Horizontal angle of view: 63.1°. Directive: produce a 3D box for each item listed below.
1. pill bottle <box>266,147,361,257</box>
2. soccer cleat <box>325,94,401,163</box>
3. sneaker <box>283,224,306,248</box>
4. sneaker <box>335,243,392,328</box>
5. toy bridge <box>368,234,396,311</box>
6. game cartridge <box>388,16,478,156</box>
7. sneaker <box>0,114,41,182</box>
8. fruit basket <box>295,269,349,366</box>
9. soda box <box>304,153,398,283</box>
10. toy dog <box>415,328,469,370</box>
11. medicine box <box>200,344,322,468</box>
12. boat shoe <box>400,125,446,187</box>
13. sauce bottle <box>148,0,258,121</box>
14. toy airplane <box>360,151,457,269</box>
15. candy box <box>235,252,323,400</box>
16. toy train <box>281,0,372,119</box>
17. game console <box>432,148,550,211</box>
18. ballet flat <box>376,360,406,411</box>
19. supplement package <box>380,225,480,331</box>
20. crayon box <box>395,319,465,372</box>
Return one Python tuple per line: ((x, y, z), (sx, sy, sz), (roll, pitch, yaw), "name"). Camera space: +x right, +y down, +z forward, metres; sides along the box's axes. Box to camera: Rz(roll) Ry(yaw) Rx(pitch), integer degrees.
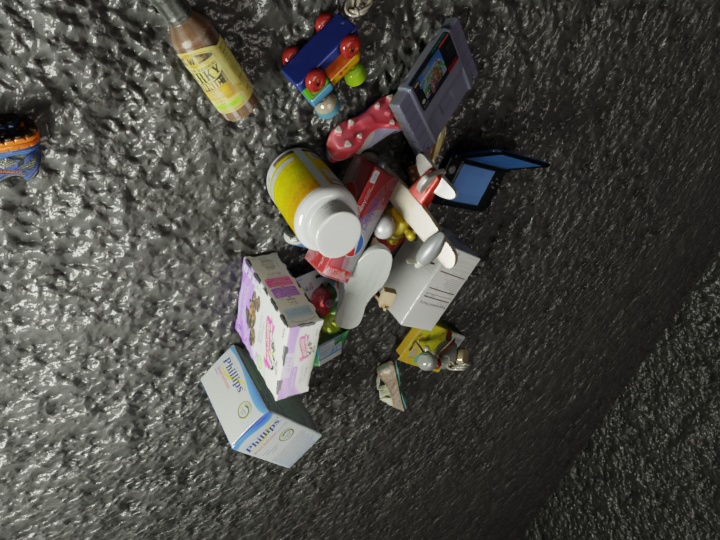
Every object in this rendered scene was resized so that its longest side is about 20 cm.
((-0.073, -0.107, 0.937), (0.106, 0.201, 0.112), (-16, 130, -20), "pill bottle")
((0.022, -0.248, 1.021), (0.197, 0.068, 0.076), (-32, 178, -26), "soccer cleat")
((-0.059, -0.054, 1.098), (0.196, 0.076, 0.079), (-1, 125, -40), "sneaker")
((0.000, 0.000, 1.096), (0.072, 0.118, 0.202), (17, 131, -15), "sneaker")
((0.035, 0.011, 1.145), (0.026, 0.202, 0.068), (12, 125, -15), "toy bridge")
((0.131, -0.315, 1.010), (0.203, 0.038, 0.130), (-57, 143, -15), "game cartridge")
((-0.479, -0.118, 0.698), (0.195, 0.076, 0.080), (-20, 139, -23), "sneaker")
((-0.082, 0.092, 1.177), (0.183, 0.092, 0.205), (-21, 131, -49), "fruit basket")
((-0.017, -0.087, 0.999), (0.062, 0.070, 0.204), (17, 105, -42), "soda box")
((0.198, 0.191, 1.427), (0.127, 0.100, 0.200), (-3, 172, 9), "toy dog")
((-0.199, 0.277, 1.185), (0.103, 0.183, 0.200), (-44, 140, 3), "medicine box")
((0.107, -0.202, 1.118), (0.066, 0.072, 0.205), (-7, 122, -28), "boat shoe")
((-0.209, -0.291, 0.779), (0.064, 0.065, 0.201), (-39, 139, -3), "sauce bottle")
((0.079, -0.105, 1.041), (0.140, 0.197, 0.204), (-32, 122, -31), "toy airplane")
((-0.152, 0.097, 1.055), (0.070, 0.201, 0.171), (-9, 130, -32), "candy box")
((-0.018, -0.332, 0.894), (0.200, 0.085, 0.116), (-44, 151, 0), "toy train")
((0.268, -0.184, 1.226), (0.196, 0.119, 0.174), (3, 122, -40), "game console")
((0.077, 0.309, 1.549), (0.065, 0.069, 0.204), (-15, 131, -1), "ballet flat")
((0.143, 0.011, 1.287), (0.118, 0.122, 0.203), (15, 115, -46), "supplement package")
((0.176, 0.186, 1.523), (0.198, 0.051, 0.128), (24, 107, -49), "crayon box")
